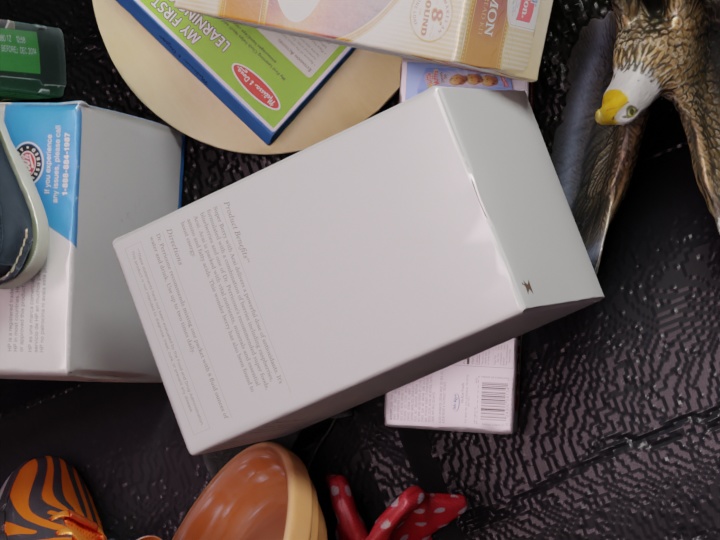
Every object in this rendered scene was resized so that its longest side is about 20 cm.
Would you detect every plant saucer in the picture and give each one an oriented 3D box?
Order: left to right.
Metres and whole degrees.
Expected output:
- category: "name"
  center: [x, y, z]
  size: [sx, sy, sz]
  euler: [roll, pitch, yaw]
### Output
- category: "plant saucer"
  center: [-0.072, 0.188, 1.545]
  size: [0.037, 0.200, 0.201]
  euler: [26, 100, -17]

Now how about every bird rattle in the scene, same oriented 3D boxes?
- category: "bird rattle"
  center: [-0.012, 0.206, 1.560]
  size: [0.112, 0.163, 0.200]
  euler: [30, 109, 0]

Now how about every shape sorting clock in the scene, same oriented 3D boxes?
- category: "shape sorting clock"
  center: [-0.053, -0.164, 1.637]
  size: [0.199, 0.039, 0.201]
  euler: [0, 91, 10]

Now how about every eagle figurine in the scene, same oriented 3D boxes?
- category: "eagle figurine"
  center: [0.157, -0.090, 1.531]
  size: [0.152, 0.150, 0.201]
  euler: [33, 140, 56]

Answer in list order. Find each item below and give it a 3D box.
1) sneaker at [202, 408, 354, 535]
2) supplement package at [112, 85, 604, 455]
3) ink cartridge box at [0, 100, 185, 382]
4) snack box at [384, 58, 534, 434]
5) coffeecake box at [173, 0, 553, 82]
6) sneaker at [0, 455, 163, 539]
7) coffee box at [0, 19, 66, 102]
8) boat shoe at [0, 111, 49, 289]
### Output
- category: "sneaker"
  center: [-0.034, 0.044, 1.619]
  size: [0.104, 0.060, 0.200]
  euler: [39, 107, 18]
- category: "supplement package"
  center: [0.000, 0.000, 1.502]
  size: [0.199, 0.120, 0.122]
  euler: [-24, 82, 24]
- category: "ink cartridge box"
  center: [-0.218, -0.014, 1.638]
  size: [0.199, 0.145, 0.148]
  euler: [2, 88, 20]
- category: "snack box"
  center: [0.054, -0.014, 1.598]
  size: [0.072, 0.024, 0.201]
  euler: [3, 91, 12]
- category: "coffeecake box"
  center: [0.010, -0.191, 1.523]
  size: [0.199, 0.073, 0.154]
  euler: [14, 94, 40]
- category: "sneaker"
  center: [-0.140, 0.162, 1.602]
  size: [0.112, 0.077, 0.200]
  euler: [-46, 39, 31]
- category: "coffee box"
  center: [-0.283, -0.114, 1.678]
  size: [0.199, 0.123, 0.044]
  euler: [-3, 89, 21]
- category: "boat shoe"
  center: [-0.230, -0.079, 1.537]
  size: [0.075, 0.062, 0.201]
  euler: [-29, 74, 16]
